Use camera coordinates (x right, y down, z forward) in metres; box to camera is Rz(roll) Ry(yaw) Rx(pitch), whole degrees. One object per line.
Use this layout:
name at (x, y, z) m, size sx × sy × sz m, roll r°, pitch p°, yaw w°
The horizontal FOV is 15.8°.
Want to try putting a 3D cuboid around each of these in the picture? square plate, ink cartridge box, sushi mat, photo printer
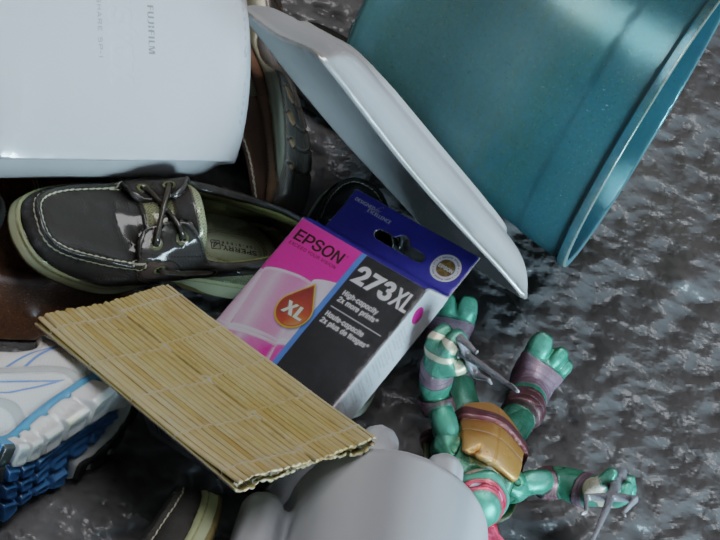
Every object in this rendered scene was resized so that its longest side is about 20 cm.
square plate at (0.016, -0.081, 1.571) m, size 0.200 × 0.028 × 0.198 m, roll 49°, pitch -3°, yaw -22°
ink cartridge box at (-0.027, 0.037, 1.487) m, size 0.094 × 0.037 × 0.200 m, roll 29°, pitch 65°, yaw 25°
sushi mat at (-0.087, 0.061, 1.413) m, size 0.095 × 0.012 × 0.200 m, roll -12°, pitch 33°, yaw -38°
photo printer at (-0.151, -0.137, 1.529) m, size 0.199 × 0.069 × 0.167 m, roll 0°, pitch 87°, yaw -40°

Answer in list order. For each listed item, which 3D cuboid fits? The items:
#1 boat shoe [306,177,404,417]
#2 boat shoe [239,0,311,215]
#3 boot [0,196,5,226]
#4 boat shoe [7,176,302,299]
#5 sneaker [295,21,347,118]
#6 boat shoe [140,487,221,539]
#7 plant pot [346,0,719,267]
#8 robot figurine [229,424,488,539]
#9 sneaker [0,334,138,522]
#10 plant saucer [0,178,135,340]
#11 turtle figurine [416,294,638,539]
boat shoe at (-0.002, -0.001, 1.592) m, size 0.074 × 0.066 × 0.200 m, roll 20°, pitch 41°, yaw -5°
boat shoe at (-0.078, -0.112, 1.681) m, size 0.071 × 0.076 × 0.201 m, roll -14°, pitch 56°, yaw 6°
boot at (-0.286, 0.011, 1.376) m, size 0.199 × 0.145 × 0.073 m, roll -19°, pitch 59°, yaw -35°
boat shoe at (-0.113, -0.026, 1.527) m, size 0.200 × 0.066 × 0.072 m, roll 8°, pitch 59°, yaw -42°
sneaker at (0.037, -0.121, 1.733) m, size 0.199 × 0.079 × 0.075 m, roll 30°, pitch 41°, yaw 8°
boat shoe at (-0.132, 0.176, 1.325) m, size 0.066 × 0.072 × 0.201 m, roll 28°, pitch 45°, yaw 0°
plant pot at (0.099, -0.135, 1.601) m, size 0.187 × 0.201 × 0.200 m, roll 31°, pitch 41°, yaw 7°
robot figurine at (0.007, 0.175, 1.373) m, size 0.169 × 0.113 × 0.200 m, roll 21°, pitch 40°, yaw -6°
sneaker at (-0.209, 0.090, 1.399) m, size 0.086 × 0.075 × 0.200 m, roll 34°, pitch 32°, yaw 19°
plant saucer at (-0.220, -0.043, 1.553) m, size 0.199 × 0.035 × 0.201 m, roll 14°, pitch 41°, yaw -12°
turtle figurine at (0.078, 0.093, 1.507) m, size 0.150 × 0.101 × 0.200 m, roll 43°, pitch 20°, yaw -19°
